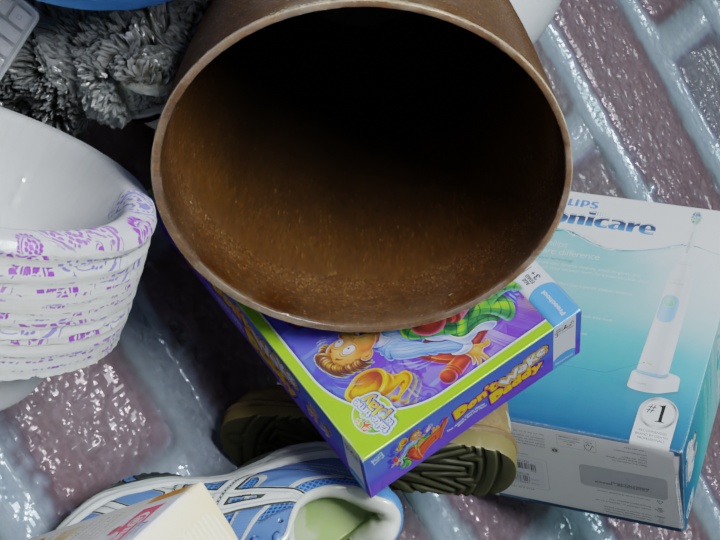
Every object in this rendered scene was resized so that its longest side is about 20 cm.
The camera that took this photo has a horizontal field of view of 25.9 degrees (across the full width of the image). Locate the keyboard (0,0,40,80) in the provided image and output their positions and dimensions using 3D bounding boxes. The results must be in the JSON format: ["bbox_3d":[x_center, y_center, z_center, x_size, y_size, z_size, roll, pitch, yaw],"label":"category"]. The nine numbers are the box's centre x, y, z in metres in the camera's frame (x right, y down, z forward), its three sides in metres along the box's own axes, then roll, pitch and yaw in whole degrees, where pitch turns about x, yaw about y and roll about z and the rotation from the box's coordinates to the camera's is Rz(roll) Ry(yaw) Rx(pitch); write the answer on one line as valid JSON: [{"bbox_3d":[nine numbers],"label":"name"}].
[{"bbox_3d":[-0.242,-0.164,0.741,0.200,0.056,0.011,39,33,-3],"label":"keyboard"}]

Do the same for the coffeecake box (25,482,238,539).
[{"bbox_3d":[-0.149,0.172,0.625,0.153,0.200,0.073,-40,101,-45],"label":"coffeecake box"}]

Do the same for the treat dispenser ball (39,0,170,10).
[{"bbox_3d":[-0.115,-0.215,0.687,0.201,0.201,0.201,19,61,-38],"label":"treat dispenser ball"}]

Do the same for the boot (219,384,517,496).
[{"bbox_3d":[0.010,0.037,0.927,0.175,0.066,0.200,9,46,-8],"label":"boot"}]

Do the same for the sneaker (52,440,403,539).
[{"bbox_3d":[-0.070,0.135,0.775,0.200,0.077,0.076,-20,105,-25],"label":"sneaker"}]

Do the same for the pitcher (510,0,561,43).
[{"bbox_3d":[0.062,-0.154,1.038,0.200,0.121,0.172,-51,137,-38],"label":"pitcher"}]

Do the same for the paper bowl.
[{"bbox_3d":[-0.197,-0.008,0.682,0.200,0.201,0.105,3,112,-43],"label":"paper bowl"}]

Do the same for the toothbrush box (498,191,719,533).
[{"bbox_3d":[0.155,0.049,0.993,0.085,0.146,0.200,77,29,-46],"label":"toothbrush box"}]

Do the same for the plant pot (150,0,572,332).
[{"bbox_3d":[-0.001,-0.106,0.767,0.187,0.187,0.200,35,33,-28],"label":"plant pot"}]

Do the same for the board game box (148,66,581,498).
[{"bbox_3d":[0.000,0.000,0.817,0.134,0.045,0.200,-33,61,-14],"label":"board game box"}]

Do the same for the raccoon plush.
[{"bbox_3d":[-0.170,-0.121,0.771,0.200,0.134,0.097,23,63,-32],"label":"raccoon plush"}]
